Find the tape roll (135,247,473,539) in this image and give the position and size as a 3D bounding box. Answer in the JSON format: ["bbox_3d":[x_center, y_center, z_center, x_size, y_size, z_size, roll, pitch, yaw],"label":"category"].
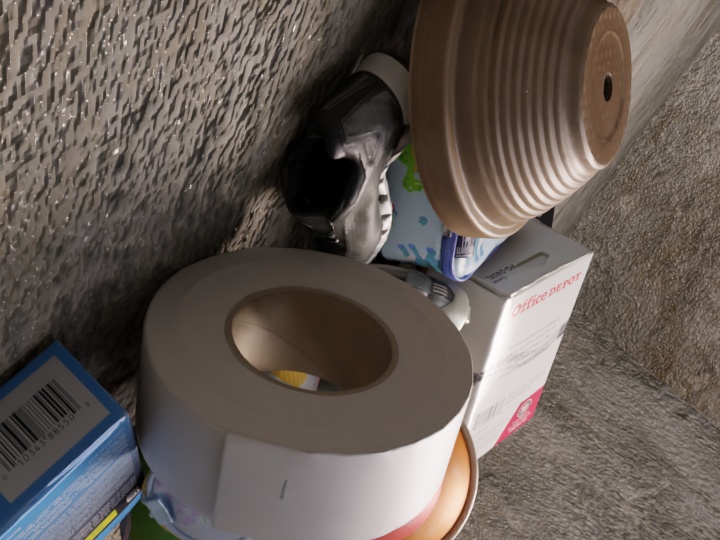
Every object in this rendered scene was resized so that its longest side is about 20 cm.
[{"bbox_3d":[-0.035,0.068,0.587,0.202,0.201,0.071,-35,146,-51],"label":"tape roll"}]

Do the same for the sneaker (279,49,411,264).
[{"bbox_3d":[-0.020,-0.052,0.645,0.090,0.066,0.201,-38,161,-31],"label":"sneaker"}]

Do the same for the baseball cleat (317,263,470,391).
[{"bbox_3d":[-0.002,0.042,0.785,0.199,0.106,0.070,-35,-143,44],"label":"baseball cleat"}]

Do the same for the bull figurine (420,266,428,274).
[{"bbox_3d":[0.095,-0.007,0.958,0.200,0.064,0.123,77,34,-75],"label":"bull figurine"}]

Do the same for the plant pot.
[{"bbox_3d":[0.117,-0.119,0.625,0.200,0.092,0.203,-20,113,-57],"label":"plant pot"}]

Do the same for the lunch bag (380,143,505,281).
[{"bbox_3d":[0.087,-0.093,0.768,0.200,0.082,0.163,-31,131,-59],"label":"lunch bag"}]

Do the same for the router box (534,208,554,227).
[{"bbox_3d":[0.152,-0.028,1.099,0.157,0.052,0.202,-43,-155,51],"label":"router box"}]

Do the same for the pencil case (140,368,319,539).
[{"bbox_3d":[-0.081,0.098,0.680,0.090,0.083,0.201,-27,-157,28],"label":"pencil case"}]

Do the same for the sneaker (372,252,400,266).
[{"bbox_3d":[-0.002,-0.002,0.862,0.200,0.060,0.104,-53,173,30],"label":"sneaker"}]

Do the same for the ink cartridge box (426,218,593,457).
[{"bbox_3d":[0.115,0.064,0.876,0.145,0.083,0.202,-23,135,-44],"label":"ink cartridge box"}]

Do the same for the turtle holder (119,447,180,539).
[{"bbox_3d":[-0.138,0.181,0.799,0.140,0.186,0.132,12,123,-40],"label":"turtle holder"}]

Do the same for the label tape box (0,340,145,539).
[{"bbox_3d":[-0.200,0.142,0.567,0.143,0.066,0.200,-44,170,-24],"label":"label tape box"}]

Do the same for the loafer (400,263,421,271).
[{"bbox_3d":[0.018,0.009,0.971,0.076,0.068,0.201,91,25,-64],"label":"loafer"}]

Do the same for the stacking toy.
[{"bbox_3d":[-0.003,0.138,0.691,0.146,0.146,0.200,-49,156,0],"label":"stacking toy"}]
